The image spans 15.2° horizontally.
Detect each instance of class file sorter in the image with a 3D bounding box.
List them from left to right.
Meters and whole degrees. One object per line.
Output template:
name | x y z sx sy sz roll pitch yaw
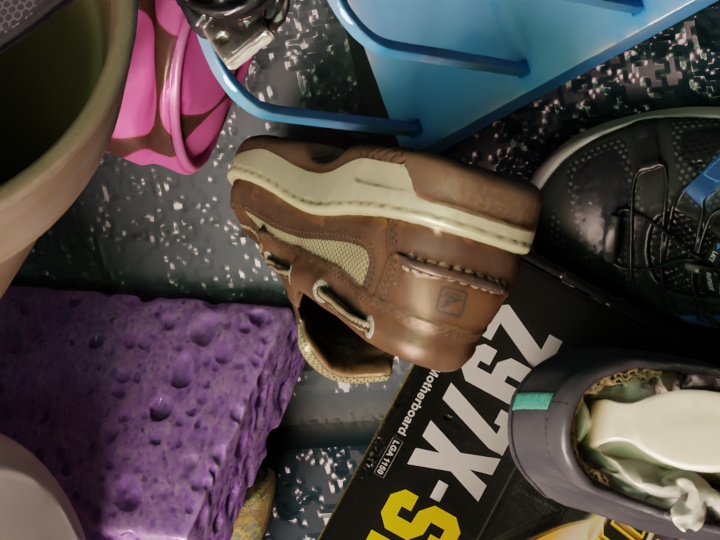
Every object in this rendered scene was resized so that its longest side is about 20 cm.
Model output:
file sorter | 0.043 -0.141 0.838 0.199 0.122 0.140 -27 75 30

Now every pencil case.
pencil case | -0.132 -0.109 0.975 0.199 0.091 0.094 18 151 15

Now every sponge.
sponge | -0.129 0.056 1.023 0.199 0.112 0.030 3 140 24

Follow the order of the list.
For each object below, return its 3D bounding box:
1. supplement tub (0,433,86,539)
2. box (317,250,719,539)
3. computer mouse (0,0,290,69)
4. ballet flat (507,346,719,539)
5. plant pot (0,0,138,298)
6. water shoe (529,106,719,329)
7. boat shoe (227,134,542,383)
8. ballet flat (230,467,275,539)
supplement tub | -0.204 0.126 0.940 0.199 0.140 0.141 -5 107 29
box | 0.063 0.111 0.899 0.159 0.201 0.049 29 162 4
computer mouse | -0.129 -0.085 0.785 0.053 0.199 0.139 95 151 -48
ballet flat | 0.145 0.065 0.862 0.199 0.073 0.073 13 116 -4
plant pot | -0.179 -0.043 0.888 0.199 0.200 0.174 32 147 10
water shoe | 0.140 -0.008 0.892 0.199 0.079 0.072 6 111 23
boat shoe | -0.006 -0.002 0.900 0.074 0.202 0.075 15 88 -15
ballet flat | -0.093 0.133 1.061 0.199 0.071 0.071 -27 97 36
